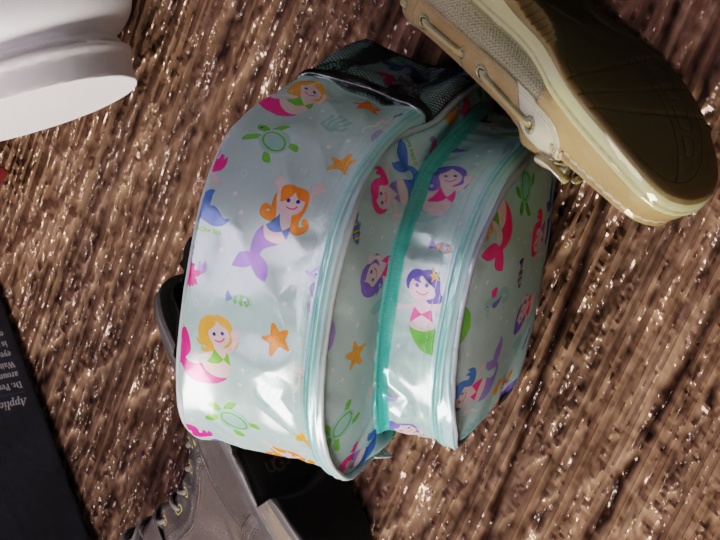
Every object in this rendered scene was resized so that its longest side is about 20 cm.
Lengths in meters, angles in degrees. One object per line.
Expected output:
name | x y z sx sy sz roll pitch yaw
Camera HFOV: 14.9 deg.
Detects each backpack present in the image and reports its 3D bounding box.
backpack | 0.000 0.000 1.241 0.150 0.200 0.178 17 112 23

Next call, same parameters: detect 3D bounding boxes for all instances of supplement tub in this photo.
supplement tub | -0.204 -0.177 1.460 0.144 0.144 0.201 -23 82 48

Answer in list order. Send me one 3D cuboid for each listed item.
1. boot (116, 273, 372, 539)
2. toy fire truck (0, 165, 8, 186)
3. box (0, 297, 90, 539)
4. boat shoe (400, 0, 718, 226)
boot | -0.090 0.122 1.463 0.174 0.069 0.201 -41 71 44
toy fire truck | -0.272 -0.135 1.537 0.049 0.200 0.142 -8 55 55
box | -0.282 0.123 1.637 0.196 0.117 0.201 -34 73 46
boat shoe | 0.084 -0.082 1.219 0.201 0.073 0.063 51 128 32
